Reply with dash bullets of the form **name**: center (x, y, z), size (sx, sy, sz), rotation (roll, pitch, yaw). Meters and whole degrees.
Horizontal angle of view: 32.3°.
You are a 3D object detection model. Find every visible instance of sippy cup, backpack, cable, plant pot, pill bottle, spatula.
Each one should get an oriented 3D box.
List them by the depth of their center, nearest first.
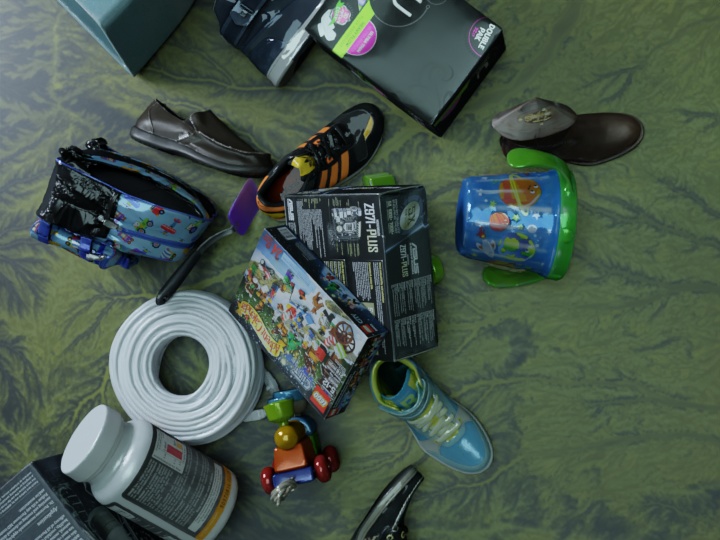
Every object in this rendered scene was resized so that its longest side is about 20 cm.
- **sippy cup**: center (0.183, -0.060, 1.500), size (0.130, 0.140, 0.179), rotation (4, 98, -2)
- **pill bottle**: center (-0.259, 0.254, 1.536), size (0.200, 0.116, 0.117), rotation (36, 93, -24)
- **backpack**: center (-0.290, -0.071, 1.570), size (0.199, 0.183, 0.135), rotation (22, 99, -3)
- **plant pot**: center (-0.299, -0.405, 1.580), size (0.200, 0.196, 0.196), rotation (-44, 82, -6)
- **spatula**: center (-0.192, -0.031, 1.586), size (0.021, 0.057, 0.200), rotation (35, 76, 32)
- **cable**: center (-0.224, 0.125, 1.599), size (0.199, 0.069, 0.201), rotation (-25, 84, 7)

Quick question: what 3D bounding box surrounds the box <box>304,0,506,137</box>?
- **box**: center (0.060, -0.287, 1.547), size (0.200, 0.124, 0.149), rotation (38, 95, 7)

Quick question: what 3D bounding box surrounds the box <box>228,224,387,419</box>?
- **box**: center (-0.067, 0.060, 1.500), size (0.200, 0.038, 0.137), rotation (45, 126, 26)

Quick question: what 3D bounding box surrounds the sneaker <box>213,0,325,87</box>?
- **sneaker**: center (-0.098, -0.359, 1.597), size (0.146, 0.077, 0.202), rotation (40, 95, 5)

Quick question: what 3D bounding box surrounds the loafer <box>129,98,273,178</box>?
- **loafer**: center (-0.201, -0.172, 1.605), size (0.199, 0.073, 0.072), rotation (19, 92, 9)

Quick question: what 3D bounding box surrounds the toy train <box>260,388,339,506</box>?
- **toy train**: center (-0.088, 0.208, 1.506), size (0.084, 0.200, 0.116), rotation (-14, 89, 8)

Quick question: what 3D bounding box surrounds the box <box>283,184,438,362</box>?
- **box**: center (0.000, 0.000, 1.510), size (0.163, 0.086, 0.201), rotation (1, 100, 43)

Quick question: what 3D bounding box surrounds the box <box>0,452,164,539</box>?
- **box**: center (-0.352, 0.337, 1.543), size (0.124, 0.200, 0.197), rotation (-39, 83, 5)

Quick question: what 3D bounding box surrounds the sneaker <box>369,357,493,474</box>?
- **sneaker**: center (0.080, 0.177, 1.521), size (0.200, 0.131, 0.080), rotation (43, 93, 7)

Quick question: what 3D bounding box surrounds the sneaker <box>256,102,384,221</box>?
- **sneaker**: center (-0.050, -0.137, 1.574), size (0.200, 0.090, 0.070), rotation (-41, 83, 5)

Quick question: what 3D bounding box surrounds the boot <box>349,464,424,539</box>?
- **boot**: center (0.062, 0.360, 1.547), size (0.153, 0.073, 0.204), rotation (33, 99, 6)

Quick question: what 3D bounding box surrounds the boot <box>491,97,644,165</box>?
- **boot**: center (0.251, -0.170, 1.474), size (0.186, 0.200, 0.064), rotation (-10, 83, 7)

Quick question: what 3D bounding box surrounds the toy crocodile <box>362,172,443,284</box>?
- **toy crocodile**: center (0.047, -0.029, 1.574), size (0.067, 0.062, 0.201), rotation (-16, 82, -32)
